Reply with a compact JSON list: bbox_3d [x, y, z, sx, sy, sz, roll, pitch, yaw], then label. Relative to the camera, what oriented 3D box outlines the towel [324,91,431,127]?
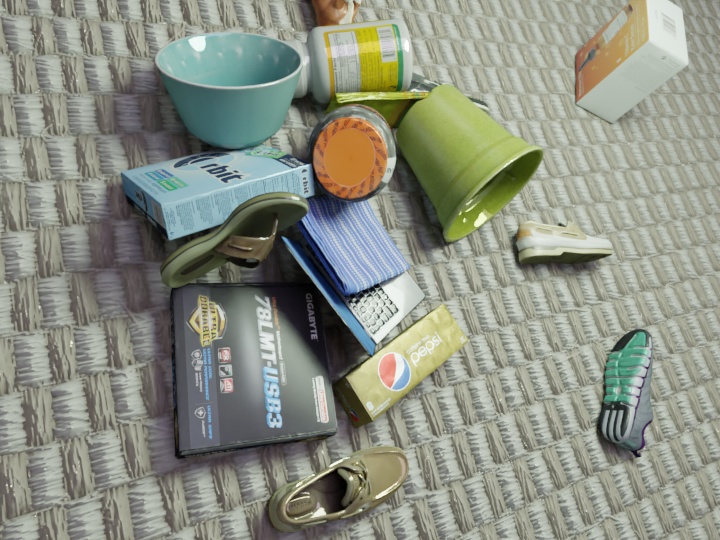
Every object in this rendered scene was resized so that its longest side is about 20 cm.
[{"bbox_3d":[0.033,-0.256,0.941,0.195,0.086,0.019,-10,68,-28],"label":"towel"}]

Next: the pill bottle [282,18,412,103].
[{"bbox_3d":[-0.024,-0.327,0.911,0.193,0.113,0.116,-10,72,-9],"label":"pill bottle"}]

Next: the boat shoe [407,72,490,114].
[{"bbox_3d":[0.145,-0.306,1.023,0.194,0.072,0.070,5,70,-21],"label":"boat shoe"}]

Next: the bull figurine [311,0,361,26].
[{"bbox_3d":[-0.039,-0.456,0.979,0.064,0.120,0.205,2,60,-49],"label":"bull figurine"}]

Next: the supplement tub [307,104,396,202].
[{"bbox_3d":[-0.010,-0.166,0.806,0.121,0.124,0.201,33,15,-8],"label":"supplement tub"}]

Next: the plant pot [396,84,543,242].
[{"bbox_3d":[0.157,-0.184,0.925,0.197,0.202,0.186,-27,70,-31],"label":"plant pot"}]

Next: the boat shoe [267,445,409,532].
[{"bbox_3d":[-0.015,0.267,0.709,0.195,0.065,0.074,-9,73,-28],"label":"boat shoe"}]

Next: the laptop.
[{"bbox_3d":[0.000,0.000,0.800,0.199,0.116,0.189,-38,88,-32],"label":"laptop"}]

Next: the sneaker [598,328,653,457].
[{"bbox_3d":[0.458,0.203,0.969,0.087,0.074,0.204,36,67,-22],"label":"sneaker"}]

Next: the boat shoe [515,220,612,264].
[{"bbox_3d":[0.363,-0.053,1.019,0.194,0.075,0.071,1,73,-24],"label":"boat shoe"}]

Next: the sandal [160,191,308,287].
[{"bbox_3d":[-0.142,-0.025,0.677,0.198,0.080,0.058,-32,70,8],"label":"sandal"}]

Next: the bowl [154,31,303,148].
[{"bbox_3d":[-0.176,-0.243,0.800,0.194,0.107,0.204,3,39,-2],"label":"bowl"}]

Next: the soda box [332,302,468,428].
[{"bbox_3d":[0.057,0.129,0.803,0.198,0.064,0.069,-32,84,-32],"label":"soda box"}]

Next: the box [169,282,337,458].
[{"bbox_3d":[-0.136,0.117,0.727,0.192,0.050,0.206,0,69,-23],"label":"box"}]

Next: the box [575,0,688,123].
[{"bbox_3d":[0.554,-0.440,1.199,0.104,0.200,0.156,19,61,-17],"label":"box"}]

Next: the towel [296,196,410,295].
[{"bbox_3d":[-0.008,-0.046,0.808,0.147,0.024,0.199,57,29,8],"label":"towel"}]

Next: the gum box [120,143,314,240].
[{"bbox_3d":[-0.184,-0.112,0.740,0.196,0.169,0.046,-21,121,-30],"label":"gum box"}]
